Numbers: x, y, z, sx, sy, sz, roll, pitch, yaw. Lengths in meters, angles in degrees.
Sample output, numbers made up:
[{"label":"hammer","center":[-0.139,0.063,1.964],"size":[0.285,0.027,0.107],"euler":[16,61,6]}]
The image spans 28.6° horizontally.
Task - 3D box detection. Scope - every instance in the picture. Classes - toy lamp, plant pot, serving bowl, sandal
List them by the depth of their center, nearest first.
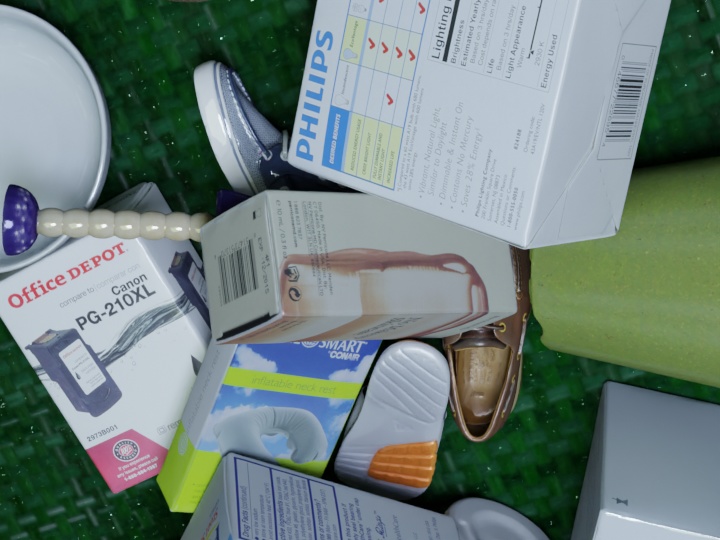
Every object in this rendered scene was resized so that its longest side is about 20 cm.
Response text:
[{"label":"plant pot","center":[0.223,-0.002,0.996],"size":[0.187,0.200,0.203],"euler":[3,113,23]},{"label":"toy lamp","center":[-0.155,-0.034,1.024],"size":[0.197,0.058,0.059],"euler":[4,113,-5]},{"label":"serving bowl","center":[-0.279,-0.100,1.087],"size":[0.197,0.066,0.203],"euler":[0,93,9]},{"label":"sandal","center":[0.035,0.109,1.115],"size":[0.078,0.060,0.208],"euler":[19,138,1]}]

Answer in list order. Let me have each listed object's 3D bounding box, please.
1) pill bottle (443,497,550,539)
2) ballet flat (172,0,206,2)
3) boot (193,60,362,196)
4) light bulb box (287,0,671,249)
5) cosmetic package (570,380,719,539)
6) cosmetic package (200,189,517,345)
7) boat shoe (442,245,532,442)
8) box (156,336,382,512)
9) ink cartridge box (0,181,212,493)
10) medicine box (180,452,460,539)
[{"label":"pill bottle","center":[0.076,0.297,1.168],"size":[0.110,0.111,0.202],"euler":[27,113,-1]},{"label":"ballet flat","center":[-0.170,-0.230,1.038],"size":[0.197,0.046,0.068],"euler":[6,113,8]},{"label":"boot","center":[-0.049,-0.078,1.070],"size":[0.089,0.073,0.202],"euler":[-19,116,12]},{"label":"light bulb box","center":[0.078,-0.139,0.928],"size":[0.198,0.124,0.201],"euler":[21,107,35]},{"label":"cosmetic package","center":[0.220,0.224,1.063],"size":[0.121,0.200,0.203],"euler":[10,114,7]},{"label":"cosmetic package","center":[0.000,0.000,0.986],"size":[0.103,0.198,0.089],"euler":[-24,70,54]},{"label":"boat shoe","center":[0.097,0.037,1.083],"size":[0.071,0.068,0.203],"euler":[3,112,9]},{"label":"box","center":[-0.064,0.092,1.061],"size":[0.121,0.048,0.202],"euler":[9,115,-32]},{"label":"ink cartridge box","center":[-0.182,0.054,1.133],"size":[0.143,0.085,0.201],"euler":[-25,106,18]},{"label":"medicine box","center":[-0.043,0.258,1.060],"size":[0.198,0.103,0.183],"euler":[20,117,-18]}]
